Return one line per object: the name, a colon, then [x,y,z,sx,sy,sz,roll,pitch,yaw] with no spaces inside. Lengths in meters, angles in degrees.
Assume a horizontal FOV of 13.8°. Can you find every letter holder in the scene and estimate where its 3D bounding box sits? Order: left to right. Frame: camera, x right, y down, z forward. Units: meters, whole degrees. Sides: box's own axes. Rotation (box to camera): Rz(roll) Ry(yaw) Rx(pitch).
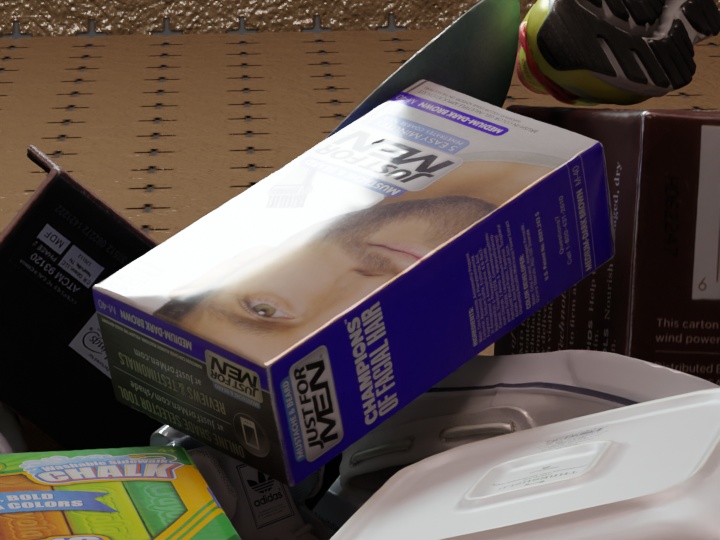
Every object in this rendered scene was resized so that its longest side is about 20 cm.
letter holder: [-0.111,0.036,1.416,0.200,0.101,0.142,39,0,-21]

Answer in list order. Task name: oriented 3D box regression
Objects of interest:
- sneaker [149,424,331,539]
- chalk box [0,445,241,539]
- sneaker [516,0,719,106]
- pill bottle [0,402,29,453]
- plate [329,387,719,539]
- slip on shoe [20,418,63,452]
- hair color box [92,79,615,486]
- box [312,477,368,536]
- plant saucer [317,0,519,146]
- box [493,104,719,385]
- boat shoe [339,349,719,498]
sneaker: [-0.026,0.129,1.202,0.075,0.116,0.199,-12,17,-41]
chalk box: [-0.117,0.140,1.138,0.124,0.125,0.200,-3,13,-13]
sneaker: [0.111,-0.108,1.431,0.090,0.078,0.200,-28,-2,22]
pill bottle: [-0.216,0.087,1.409,0.113,0.115,0.200,-3,12,-10]
plate: [0.069,0.087,1.081,0.199,0.033,0.200,-15,8,19]
slip on shoe: [-0.191,0.075,1.545,0.199,0.077,0.060,3,2,30]
hair color box: [0.000,0.000,1.234,0.109,0.065,0.200,22,45,40]
box: [0.083,0.116,1.435,0.199,0.041,0.156,-6,13,-26]
plant saucer: [0.014,-0.051,1.396,0.201,0.039,0.201,-44,-4,-3]
box: [0.167,0.010,1.367,0.165,0.165,0.200,2,3,-14]
boat shoe: [0.069,0.072,1.230,0.199,0.066,0.072,1,-19,38]
